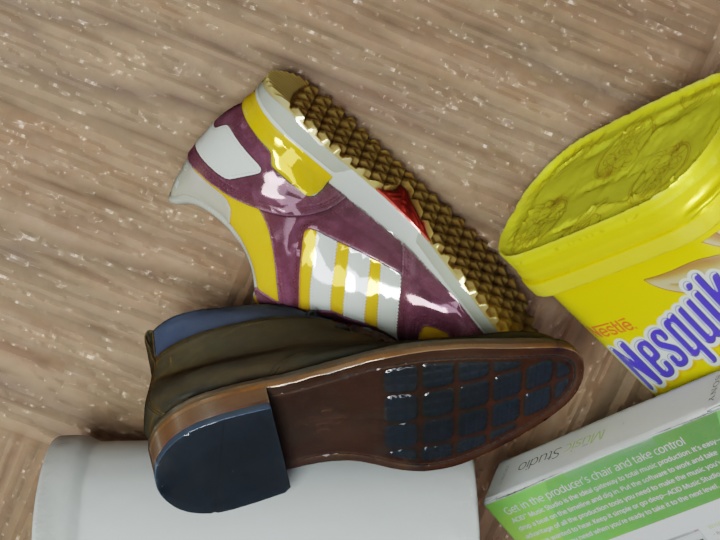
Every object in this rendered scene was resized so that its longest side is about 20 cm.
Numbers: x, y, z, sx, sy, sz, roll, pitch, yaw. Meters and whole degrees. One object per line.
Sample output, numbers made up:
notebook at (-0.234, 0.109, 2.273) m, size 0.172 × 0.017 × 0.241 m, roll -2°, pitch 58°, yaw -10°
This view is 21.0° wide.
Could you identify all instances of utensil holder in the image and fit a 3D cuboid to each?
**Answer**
utensil holder at (-0.044, 0.160, 0.918) m, size 0.199 × 0.170 × 0.171 m, roll -2°, pitch 107°, yaw 2°

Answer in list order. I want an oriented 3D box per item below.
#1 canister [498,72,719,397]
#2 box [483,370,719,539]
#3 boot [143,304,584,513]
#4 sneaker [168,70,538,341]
canister at (0.183, 0.019, 0.905) m, size 0.200 × 0.087 × 0.148 m, roll 43°, pitch 146°, yaw -16°
box at (0.174, 0.147, 0.927) m, size 0.144 × 0.036 × 0.200 m, roll -27°, pitch 113°, yaw 36°
boot at (-0.005, 0.041, 0.883) m, size 0.199 × 0.097 × 0.075 m, roll -10°, pitch 128°, yaw -12°
sneaker at (0.000, 0.000, 0.933) m, size 0.090 × 0.075 × 0.200 m, roll -42°, pitch 98°, yaw 19°
